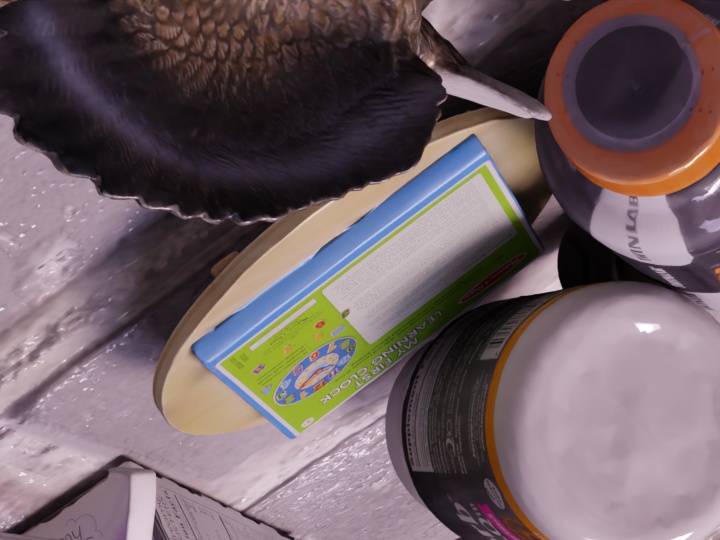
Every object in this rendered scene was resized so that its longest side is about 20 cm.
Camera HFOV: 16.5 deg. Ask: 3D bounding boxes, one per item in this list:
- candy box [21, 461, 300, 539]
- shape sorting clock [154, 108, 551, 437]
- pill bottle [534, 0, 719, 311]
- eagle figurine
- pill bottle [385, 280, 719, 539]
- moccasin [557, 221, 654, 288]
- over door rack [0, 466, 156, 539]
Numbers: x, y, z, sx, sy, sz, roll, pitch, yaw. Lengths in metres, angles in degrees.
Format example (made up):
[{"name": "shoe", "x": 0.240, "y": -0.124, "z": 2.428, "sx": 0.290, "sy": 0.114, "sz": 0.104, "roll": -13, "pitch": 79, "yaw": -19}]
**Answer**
[{"name": "candy box", "x": -0.122, "y": 0.184, "z": 1.216, "sx": 0.167, "sy": 0.072, "sz": 0.200, "roll": -34, "pitch": 155, "yaw": 10}, {"name": "shape sorting clock", "x": 0.000, "y": 0.000, "z": 1.023, "sx": 0.199, "sy": 0.039, "sz": 0.200, "roll": -30, "pitch": 156, "yaw": -15}, {"name": "pill bottle", "x": 0.130, "y": -0.049, "z": 0.981, "sx": 0.106, "sy": 0.107, "sz": 0.200, "roll": -34, "pitch": 161, "yaw": 11}, {"name": "eagle figurine", "x": -0.035, "y": -0.084, "z": 0.762, "sx": 0.199, "sy": 0.151, "sz": 0.152, "roll": -34, "pitch": 167, "yaw": -15}, {"name": "pill bottle", "x": 0.083, "y": 0.067, "z": 1.089, "sx": 0.116, "sy": 0.117, "sz": 0.200, "roll": -20, "pitch": -179, "yaw": -17}, {"name": "moccasin", "x": 0.183, "y": -0.032, "z": 1.123, "sx": 0.201, "sy": 0.074, "sz": 0.078, "roll": -31, "pitch": 155, "yaw": 15}, {"name": "over door rack", "x": -0.193, "y": 0.126, "z": 0.970, "sx": 0.147, "sy": 0.067, "sz": 0.199, "roll": -4, "pitch": 171, "yaw": -43}]
